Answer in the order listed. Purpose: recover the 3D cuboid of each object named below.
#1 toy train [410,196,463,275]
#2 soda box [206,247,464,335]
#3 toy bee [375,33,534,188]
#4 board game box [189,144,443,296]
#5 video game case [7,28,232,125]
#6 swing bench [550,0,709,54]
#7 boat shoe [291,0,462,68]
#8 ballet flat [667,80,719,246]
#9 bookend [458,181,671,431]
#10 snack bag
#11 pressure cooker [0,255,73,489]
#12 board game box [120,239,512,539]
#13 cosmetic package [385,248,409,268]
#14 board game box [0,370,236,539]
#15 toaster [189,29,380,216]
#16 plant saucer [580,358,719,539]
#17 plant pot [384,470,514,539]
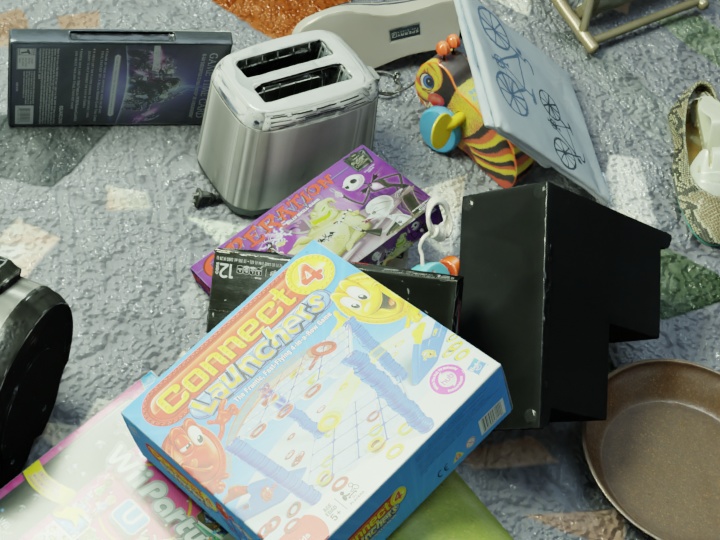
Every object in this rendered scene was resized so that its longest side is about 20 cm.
[{"bbox_3d":[0.095,0.029,1.246,0.199,0.055,0.152,35,59,-38],"label":"toy train"},{"bbox_3d":[-0.019,0.027,1.135,0.197,0.072,0.063,7,4,9],"label":"soda box"},{"bbox_3d":[0.092,-0.172,1.420,0.198,0.109,0.132,21,48,4],"label":"toy bee"},{"bbox_3d":[-0.039,-0.023,1.249,0.199,0.032,0.120,-37,43,-15],"label":"board game box"},{"bbox_3d":[-0.227,-0.178,1.323,0.197,0.143,0.019,-3,66,-16],"label":"video game case"},{"bbox_3d":[0.284,-0.379,1.641,0.197,0.131,0.200,-23,52,-29],"label":"swing bench"},{"bbox_3d":[0.011,-0.266,1.519,0.198,0.075,0.093,-10,32,-18],"label":"boat shoe"},{"bbox_3d":[0.355,-0.121,1.461,0.067,0.076,0.202,9,48,-7],"label":"ballet flat"},{"bbox_3d":[0.178,0.048,1.223,0.199,0.091,0.201,15,73,-46],"label":"bookend"},{"bbox_3d":[0.171,-0.173,1.425,0.199,0.021,0.190,27,40,-42],"label":"snack bag"},{"bbox_3d":[-0.336,0.066,1.059,0.198,0.176,0.180,20,64,6],"label":"pressure cooker"},{"bbox_3d":[-0.032,0.099,0.994,0.200,0.056,0.195,-42,52,-20],"label":"board game box"},{"bbox_3d":[0.000,0.000,1.283,0.081,0.051,0.202,10,48,-3],"label":"cosmetic package"},{"bbox_3d":[-0.180,0.190,1.036,0.147,0.065,0.199,39,60,24],"label":"board game box"},{"bbox_3d":[-0.072,-0.140,1.336,0.198,0.130,0.114,-19,55,-27],"label":"toaster"},{"bbox_3d":[0.280,0.165,1.216,0.198,0.037,0.202,7,49,-8],"label":"plant saucer"},{"bbox_3d":[0.040,0.227,1.016,0.198,0.202,0.185,-10,40,-22],"label":"plant pot"}]
